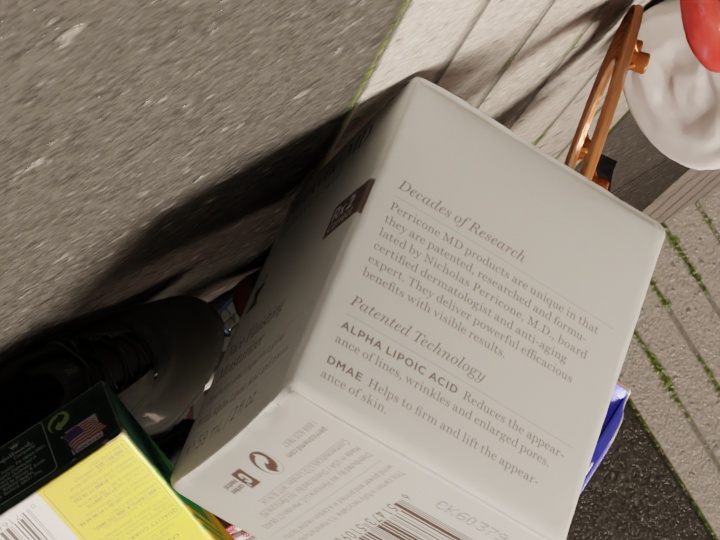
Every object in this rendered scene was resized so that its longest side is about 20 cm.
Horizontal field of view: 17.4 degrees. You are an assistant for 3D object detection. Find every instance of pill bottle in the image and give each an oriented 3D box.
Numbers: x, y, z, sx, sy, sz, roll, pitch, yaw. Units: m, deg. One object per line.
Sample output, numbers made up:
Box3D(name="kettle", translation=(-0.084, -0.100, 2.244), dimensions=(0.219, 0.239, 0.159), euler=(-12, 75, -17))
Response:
Box3D(name="pill bottle", translation=(0.269, -0.148, 1.502), dimensions=(0.199, 0.111, 0.111), euler=(-28, 173, -36))

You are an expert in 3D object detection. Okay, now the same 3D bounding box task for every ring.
Box3D(name="ring", translation=(0.136, -0.061, 1.398), dimensions=(0.200, 0.019, 0.202), euler=(19, 90, -90))

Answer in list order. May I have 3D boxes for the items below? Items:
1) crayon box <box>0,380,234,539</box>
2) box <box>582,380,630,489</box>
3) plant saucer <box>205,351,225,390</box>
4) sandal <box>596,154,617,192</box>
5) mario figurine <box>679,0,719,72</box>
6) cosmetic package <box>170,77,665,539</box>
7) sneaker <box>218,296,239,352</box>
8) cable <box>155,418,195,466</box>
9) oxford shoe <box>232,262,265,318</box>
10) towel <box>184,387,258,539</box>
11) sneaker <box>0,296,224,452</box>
Box3D(name="crayon box", translation=(-0.137, 0.166, 1.280), dimensions=(0.127, 0.200, 0.051), euler=(-33, -141, 1))
Box3D(name="box", translation=(0.086, 0.096, 1.352), dimensions=(0.119, 0.041, 0.200), euler=(-59, -166, 0))
Box3D(name="plant saucer", translation=(-0.175, 0.091, 1.452), dimensions=(0.200, 0.050, 0.200), euler=(-33, 174, -4))
Box3D(name="sandal", translation=(0.146, 0.013, 1.473), dimensions=(0.076, 0.043, 0.201), euler=(115, -11, -48))
Box3D(name="mario figurine", translation=(0.256, -0.171, 1.255), dimensions=(0.123, 0.106, 0.200), euler=(18, 132, -35))
Box3D(name="cosmetic package", translation=(0.030, 0.046, 1.229), dimensions=(0.165, 0.164, 0.201), euler=(-41, -157, 55))
Box3D(name="sneaker", translation=(-0.043, 0.037, 1.598), dimensions=(0.078, 0.076, 0.200), euler=(-32, 174, 40))
Box3D(name="cable", translation=(-0.164, 0.135, 1.367), dimensions=(0.199, 0.051, 0.163), euler=(-26, 174, 19))
Box3D(name="oxford shoe", translation=(0.000, 0.000, 1.534), dimensions=(0.075, 0.071, 0.200), euler=(-42, 171, 30))
Box3D(name="towel", translation=(-0.090, 0.128, 1.431), dimensions=(0.200, 0.030, 0.147), euler=(-35, -148, 24))
Box3D(name="sneaker", translation=(-0.152, 0.067, 1.295), dimensions=(0.199, 0.076, 0.091), euler=(-31, 168, -31))
